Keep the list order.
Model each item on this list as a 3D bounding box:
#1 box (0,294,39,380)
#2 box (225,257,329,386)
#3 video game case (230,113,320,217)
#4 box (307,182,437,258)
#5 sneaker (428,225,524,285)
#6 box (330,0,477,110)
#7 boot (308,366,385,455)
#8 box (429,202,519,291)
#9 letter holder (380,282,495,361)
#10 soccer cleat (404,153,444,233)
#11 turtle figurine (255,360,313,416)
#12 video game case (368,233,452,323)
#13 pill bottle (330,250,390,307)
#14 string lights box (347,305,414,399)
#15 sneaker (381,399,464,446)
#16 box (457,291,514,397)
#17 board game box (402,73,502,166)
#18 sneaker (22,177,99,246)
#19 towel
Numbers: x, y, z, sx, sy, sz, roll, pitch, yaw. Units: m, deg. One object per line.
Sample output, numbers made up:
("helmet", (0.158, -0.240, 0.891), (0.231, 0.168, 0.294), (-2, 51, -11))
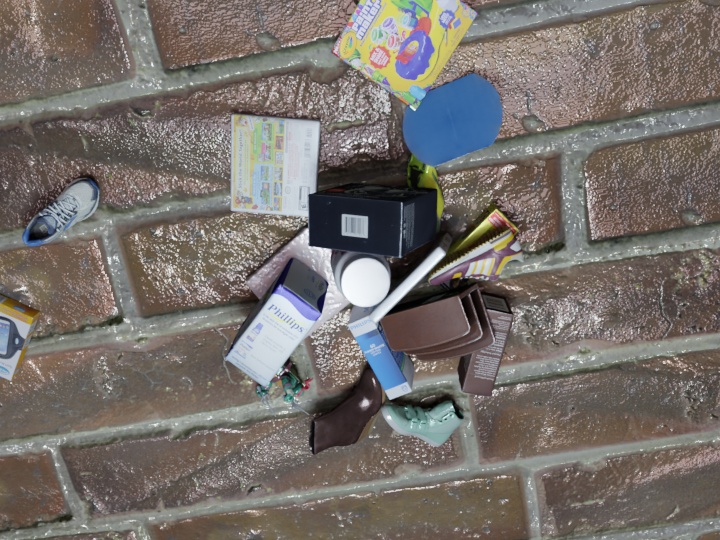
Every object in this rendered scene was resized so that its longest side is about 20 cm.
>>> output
("box", (-0.817, 0.158, 1.614), (0.118, 0.042, 0.202), (25, 107, -8))
("box", (-0.167, 0.100, 1.464), (0.104, 0.184, 0.201), (36, 106, -9))
("video game case", (-0.176, -0.214, 1.467), (0.179, 0.023, 0.203), (4, 111, 0))
("box", (0.026, -0.103, 1.380), (0.198, 0.182, 0.106), (8, 106, 25))
("sneaker", (0.236, -0.005, 1.452), (0.199, 0.075, 0.091), (-30, 102, 13))
("box", (0.080, -0.438, 1.316), (0.191, 0.122, 0.201), (32, 108, -4))
("boot", (-0.031, 0.316, 1.597), (0.165, 0.072, 0.202), (-11, 123, -34))
("box", (0.237, -0.042, 1.504), (0.075, 0.050, 0.200), (41, 106, -12))
("letter holder", (0.162, 0.127, 1.487), (0.198, 0.100, 0.144), (-18, 93, 35))
("soccer cleat", (0.138, -0.168, 1.464), (0.083, 0.064, 0.203), (-8, 105, -36))
("turtle figurine", (-0.191, 0.243, 1.601), (0.200, 0.101, 0.149), (45, 146, -12))
("video game case", (0.105, 0.012, 1.451), (0.023, 0.182, 0.200), (45, 106, 0))
("pill bottle", (0.000, 0.000, 1.423), (0.112, 0.200, 0.115), (-1, 103, -6))
("string lights box", (0.049, 0.167, 1.558), (0.058, 0.103, 0.201), (-24, 108, 17))
("sneaker", (0.145, 0.319, 1.614), (0.199, 0.074, 0.118), (28, 115, -32))
("box", (0.270, 0.161, 1.553), (0.074, 0.100, 0.202), (12, 111, -3))
("board game box", (0.183, -0.285, 1.395), (0.198, 0.039, 0.160), (-19, 70, 16))
("sneaker", (-0.623, -0.113, 1.483), (0.199, 0.085, 0.077), (-39, 105, 14))
("towel", (-0.120, 0.031, 1.552), (0.199, 0.032, 0.191), (-38, 104, 14))
